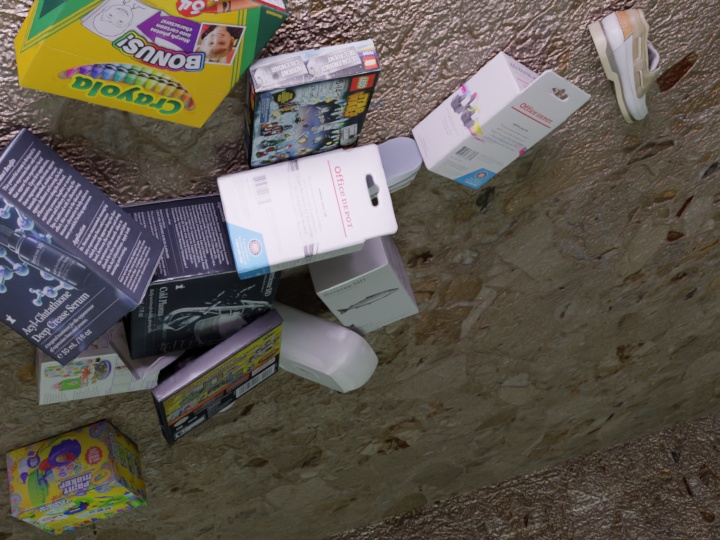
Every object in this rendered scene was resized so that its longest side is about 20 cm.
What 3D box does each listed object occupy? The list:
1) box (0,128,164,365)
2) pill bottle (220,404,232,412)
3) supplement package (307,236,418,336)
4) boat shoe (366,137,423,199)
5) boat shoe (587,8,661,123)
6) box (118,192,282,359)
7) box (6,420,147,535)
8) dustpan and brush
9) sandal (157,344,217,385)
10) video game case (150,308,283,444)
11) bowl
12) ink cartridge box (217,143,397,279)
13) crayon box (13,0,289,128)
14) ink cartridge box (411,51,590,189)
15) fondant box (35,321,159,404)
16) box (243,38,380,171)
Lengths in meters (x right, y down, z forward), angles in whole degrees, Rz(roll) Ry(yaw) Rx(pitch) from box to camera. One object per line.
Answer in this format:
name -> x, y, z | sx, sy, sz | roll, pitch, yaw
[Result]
box -> -0.341, -0.021, 0.943 | 0.147, 0.108, 0.199 | -35, 117, 29
pill bottle -> -0.243, 0.160, 1.431 | 0.109, 0.114, 0.201 | -13, 152, -12
supplement package -> 0.000, 0.000, 1.293 | 0.115, 0.119, 0.200 | -21, 153, 8
boat shoe -> -0.014, -0.109, 1.145 | 0.198, 0.076, 0.087 | -24, 159, -14
boat shoe -> 0.347, -0.255, 1.105 | 0.067, 0.076, 0.199 | -22, 153, 19
box -> -0.220, 0.006, 1.155 | 0.192, 0.126, 0.201 | -11, 152, -21
box -> -0.538, 0.401, 1.665 | 0.196, 0.124, 0.194 | -17, 153, -3
dustpan and brush -> -0.264, 0.067, 1.271 | 0.197, 0.139, 0.058 | -25, 124, -25
sandal -> -0.244, 0.112, 1.293 | 0.074, 0.202, 0.049 | 11, 137, 17
video game case -> -0.196, 0.151, 1.216 | 0.198, 0.026, 0.182 | -33, 161, -22
bowl -> -0.077, 0.129, 1.402 | 0.196, 0.076, 0.201 | 19, 163, 18
ink cartridge box -> -0.064, -0.071, 1.047 | 0.195, 0.119, 0.067 | -13, 173, -7
crayon box -> -0.195, -0.225, 0.812 | 0.197, 0.059, 0.172 | 7, 143, -42
ink cartridge box -> 0.177, -0.198, 1.102 | 0.199, 0.069, 0.114 | -37, 148, 32
fondant box -> -0.399, 0.140, 1.350 | 0.196, 0.059, 0.145 | -7, 150, -26
box -> -0.060, -0.177, 0.969 | 0.134, 0.041, 0.200 | -14, 165, -12
